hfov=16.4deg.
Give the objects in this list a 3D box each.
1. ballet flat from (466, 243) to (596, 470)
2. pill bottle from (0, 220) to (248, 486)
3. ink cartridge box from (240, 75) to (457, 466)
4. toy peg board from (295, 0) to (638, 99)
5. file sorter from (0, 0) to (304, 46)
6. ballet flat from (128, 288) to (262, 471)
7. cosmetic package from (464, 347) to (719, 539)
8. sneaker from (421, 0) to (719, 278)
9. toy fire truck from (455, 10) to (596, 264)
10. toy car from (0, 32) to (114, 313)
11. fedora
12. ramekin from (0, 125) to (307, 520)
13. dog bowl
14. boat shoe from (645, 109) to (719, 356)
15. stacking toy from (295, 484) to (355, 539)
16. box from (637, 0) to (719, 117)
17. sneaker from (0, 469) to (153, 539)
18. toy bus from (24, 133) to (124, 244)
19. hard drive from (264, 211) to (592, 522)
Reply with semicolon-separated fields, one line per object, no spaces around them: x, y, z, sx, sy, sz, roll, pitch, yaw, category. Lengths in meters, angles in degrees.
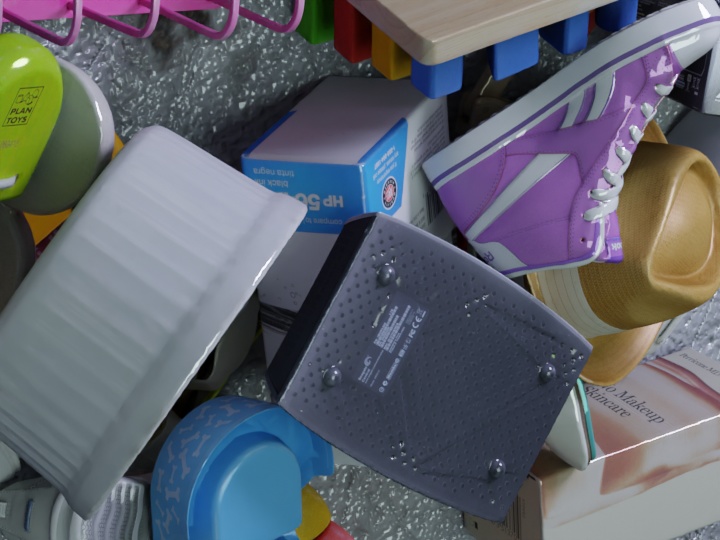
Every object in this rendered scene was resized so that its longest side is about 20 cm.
0.101;0.039;1.601;0.069;0.069;0.201;-20;109;-25;ballet flat
-0.173;0.035;1.445;0.200;0.114;0.115;-39;124;-15;pill bottle
0.000;0.000;1.524;0.146;0.084;0.201;-47;137;-58;ink cartridge box
0.066;-0.171;1.486;0.199;0.199;0.098;-22;134;-25;toy peg board
-0.138;-0.197;1.376;0.199;0.125;0.140;-7;111;-31;file sorter
-0.114;0.072;1.526;0.067;0.067;0.201;37;86;-38;ballet flat
0.177;0.132;1.717;0.199;0.103;0.088;-17;117;-29;cosmetic package
0.147;-0.069;1.471;0.200;0.073;0.115;-35;83;17;sneaker
0.107;-0.088;1.622;0.200;0.049;0.141;-45;125;-10;toy fire truck
-0.237;-0.055;1.272;0.200;0.150;0.175;-54;161;23;toy car
0.177;-0.023;1.570;0.200;0.081;0.202;4;84;-53;fedora
-0.123;0.021;1.304;0.097;0.200;0.201;35;86;-2;ramekin
-0.072;0.163;1.469;0.111;0.049;0.201;-23;124;-36;dog bowl
0.228;-0.030;1.710;0.066;0.072;0.201;28;92;-41;boat shoe
-0.059;0.179;1.589;0.146;0.146;0.201;-27;101;-22;stacking toy
0.219;-0.184;1.560;0.048;0.200;0.160;8;99;-12;box
-0.155;0.144;1.478;0.200;0.081;0.075;40;62;-70;sneaker
-0.229;-0.029;1.407;0.200;0.078;0.065;-42;123;-13;toy bus
0.038;0.056;1.452;0.200;0.042;0.136;31;86;-39;hard drive
